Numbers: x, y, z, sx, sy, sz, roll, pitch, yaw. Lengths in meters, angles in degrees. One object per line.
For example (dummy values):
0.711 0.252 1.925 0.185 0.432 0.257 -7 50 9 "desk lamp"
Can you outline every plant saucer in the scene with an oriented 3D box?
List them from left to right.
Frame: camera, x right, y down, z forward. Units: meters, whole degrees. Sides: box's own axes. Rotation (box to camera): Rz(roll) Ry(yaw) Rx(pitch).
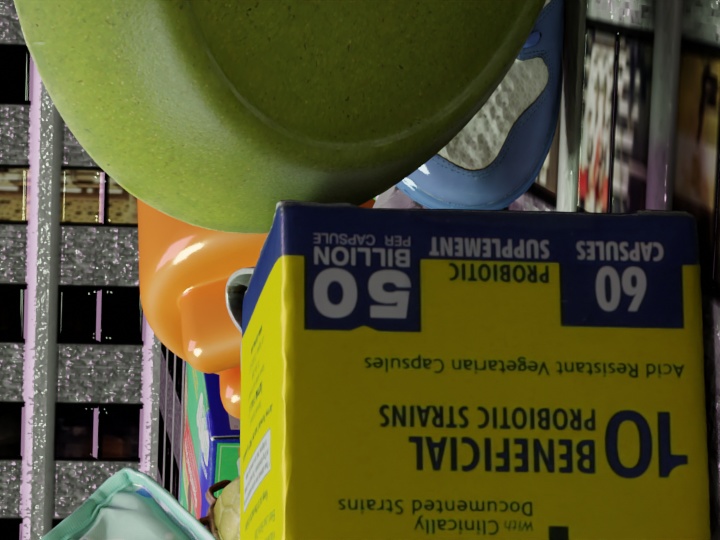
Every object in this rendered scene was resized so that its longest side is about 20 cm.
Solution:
-0.004 -0.104 0.721 0.031 0.200 0.201 17 110 42 "plant saucer"

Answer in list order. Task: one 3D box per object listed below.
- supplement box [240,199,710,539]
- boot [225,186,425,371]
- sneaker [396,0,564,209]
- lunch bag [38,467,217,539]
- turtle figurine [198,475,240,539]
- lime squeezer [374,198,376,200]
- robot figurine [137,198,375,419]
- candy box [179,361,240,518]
0.027 0.092 0.740 0.110 0.109 0.201 119 151 -75 "supplement box"
0.000 0.000 1.010 0.200 0.095 0.074 -106 19 -67 "boot"
0.032 -0.118 0.870 0.088 0.075 0.201 149 121 -81 "sneaker"
-0.052 0.201 1.112 0.200 0.122 0.171 38 156 35 "lunch bag"
-0.046 0.130 1.282 0.200 0.064 0.162 -86 15 -53 "turtle figurine"
0.021 -0.064 1.148 0.071 0.038 0.201 24 -117 -64 "lime squeezer"
-0.042 -0.031 1.275 0.117 0.144 0.200 -49 34 42 "robot figurine"
-0.056 0.136 1.496 0.169 0.077 0.201 -106 17 -65 "candy box"
